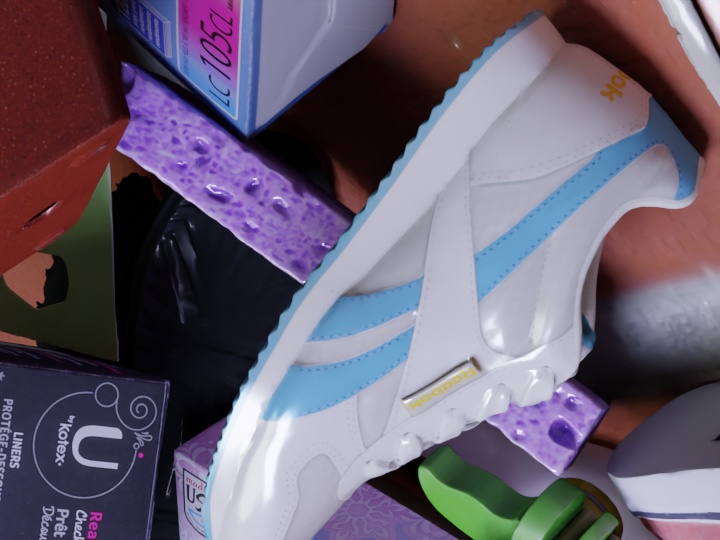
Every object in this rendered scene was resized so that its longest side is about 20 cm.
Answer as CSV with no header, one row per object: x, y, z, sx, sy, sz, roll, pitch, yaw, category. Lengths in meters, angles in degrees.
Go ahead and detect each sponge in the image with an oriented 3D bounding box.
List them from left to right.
0.000,0.000,0.793,0.200,0.030,0.112,36,-177,7,sponge

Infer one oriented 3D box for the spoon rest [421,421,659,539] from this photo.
0.055,0.092,0.874,0.200,0.061,0.100,36,114,31,spoon rest

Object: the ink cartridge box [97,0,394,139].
-0.078,-0.159,0.741,0.200,0.076,0.137,44,155,19,ink cartridge box

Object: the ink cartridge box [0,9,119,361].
-0.152,-0.069,0.919,0.145,0.048,0.201,10,101,55,ink cartridge box

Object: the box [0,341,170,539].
-0.158,0.093,0.881,0.200,0.114,0.132,-177,95,-71,box

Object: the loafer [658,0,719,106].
0.124,-0.053,0.574,0.063,0.072,0.200,-24,110,20,loafer

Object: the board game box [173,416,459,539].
0.012,0.181,0.885,0.200,0.043,0.199,28,133,35,board game box

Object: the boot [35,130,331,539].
-0.083,0.007,0.960,0.163,0.073,0.199,-123,47,-59,boot

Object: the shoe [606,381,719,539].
0.155,0.083,0.691,0.091,0.071,0.200,53,161,-9,shoe

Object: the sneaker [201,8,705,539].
0.023,0.022,0.694,0.081,0.200,0.077,37,-167,6,sneaker

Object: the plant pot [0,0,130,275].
-0.185,-0.065,0.716,0.176,0.200,0.200,55,160,3,plant pot

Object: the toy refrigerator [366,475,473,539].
-0.014,0.125,1.006,0.200,0.076,0.070,27,-173,41,toy refrigerator

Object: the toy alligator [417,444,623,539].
0.098,0.130,0.751,0.200,0.059,0.054,49,146,2,toy alligator
